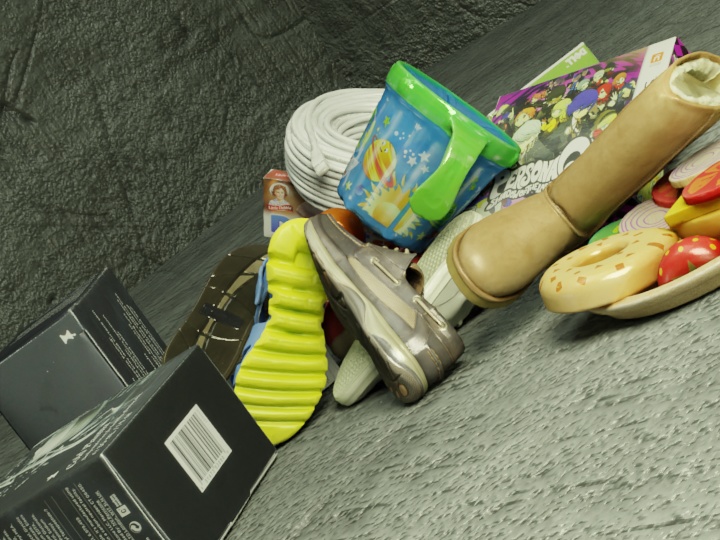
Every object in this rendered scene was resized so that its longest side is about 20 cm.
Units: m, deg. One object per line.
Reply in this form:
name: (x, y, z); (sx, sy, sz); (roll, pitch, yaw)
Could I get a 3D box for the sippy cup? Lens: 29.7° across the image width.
sippy cup: (0.051, -0.093, 1.195); (0.131, 0.139, 0.178); (-55, -19, 12)

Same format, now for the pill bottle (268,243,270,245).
pill bottle: (-0.006, -0.036, 1.527); (0.200, 0.114, 0.114); (-41, 12, -35)

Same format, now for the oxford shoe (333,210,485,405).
oxford shoe: (0.052, 0.041, 1.150); (0.200, 0.058, 0.075); (-50, 21, 0)

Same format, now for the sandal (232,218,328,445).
sandal: (-0.067, 0.057, 1.194); (0.087, 0.079, 0.201); (165, 121, -76)

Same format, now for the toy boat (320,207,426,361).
toy boat: (0.000, 0.000, 1.280); (0.130, 0.131, 0.200); (-35, 9, 0)

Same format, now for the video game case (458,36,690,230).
video game case: (0.183, -0.103, 1.186); (0.199, 0.036, 0.182); (-14, 44, 44)

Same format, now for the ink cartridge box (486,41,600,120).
ink cartridge box: (0.214, -0.183, 1.476); (0.148, 0.076, 0.200); (-38, -6, -14)

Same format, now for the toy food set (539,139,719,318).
toy food set: (0.227, -0.035, 0.929); (0.200, 0.049, 0.198); (-26, 13, 46)

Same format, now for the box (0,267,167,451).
box: (-0.249, 0.125, 1.321); (0.117, 0.197, 0.200); (-34, 10, 6)

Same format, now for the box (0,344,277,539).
box: (-0.201, 0.187, 1.090); (0.196, 0.124, 0.200); (-33, 10, 24)

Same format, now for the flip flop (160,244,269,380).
flip flop: (-0.118, 0.051, 1.267); (0.200, 0.081, 0.058); (-57, -14, -35)

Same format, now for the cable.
cable: (0.021, -0.122, 1.384); (0.199, 0.070, 0.200); (-8, 32, -18)

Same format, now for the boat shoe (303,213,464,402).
boat shoe: (0.019, 0.021, 1.095); (0.073, 0.075, 0.200); (-27, 52, -10)

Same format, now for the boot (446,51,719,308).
boot: (0.167, -0.069, 0.985); (0.175, 0.066, 0.200); (-32, -11, -48)

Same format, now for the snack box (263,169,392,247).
snack box: (-0.004, -0.054, 1.406); (0.199, 0.072, 0.024); (10, 32, 15)

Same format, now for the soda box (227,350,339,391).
soda box: (-0.098, 0.101, 1.325); (0.068, 0.064, 0.200); (-40, 11, -25)
